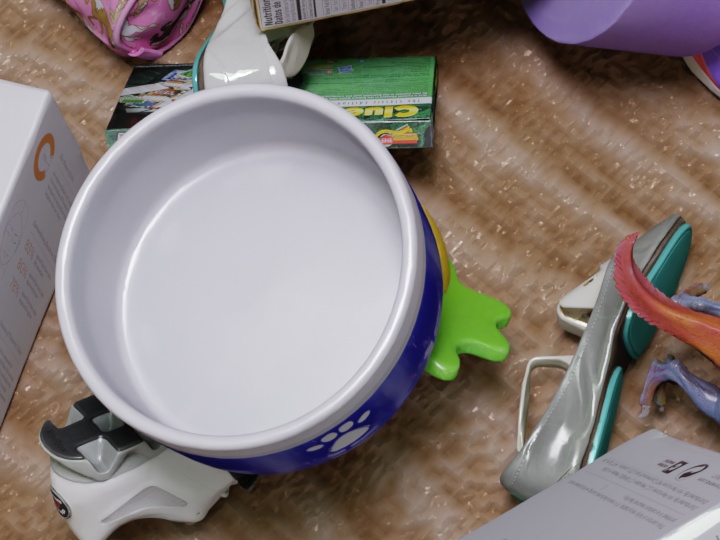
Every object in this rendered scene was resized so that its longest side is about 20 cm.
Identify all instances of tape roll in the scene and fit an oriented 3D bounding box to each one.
[{"bbox_3d":[0.171,-0.233,1.119,0.085,0.200,0.201,4,64,-24],"label":"tape roll"}]

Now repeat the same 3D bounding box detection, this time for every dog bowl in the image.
[{"bbox_3d":[-0.058,0.006,0.994,0.199,0.079,0.201,-4,72,14],"label":"dog bowl"}]

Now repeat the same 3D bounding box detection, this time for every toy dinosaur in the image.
[{"bbox_3d":[0.238,0.082,1.019,0.181,0.200,0.105,26,88,41],"label":"toy dinosaur"}]

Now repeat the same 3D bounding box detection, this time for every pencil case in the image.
[{"bbox_3d":[-0.190,-0.223,1.220,0.200,0.087,0.083,40,56,20],"label":"pencil case"}]

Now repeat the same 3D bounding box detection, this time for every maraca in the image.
[{"bbox_3d":[0.000,0.000,1.084,0.137,0.107,0.200,-20,47,-41],"label":"maraca"}]

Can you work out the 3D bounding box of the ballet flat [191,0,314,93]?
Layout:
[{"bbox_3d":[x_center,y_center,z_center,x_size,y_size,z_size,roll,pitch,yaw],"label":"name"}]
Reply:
[{"bbox_3d":[-0.059,-0.154,1.155,0.069,0.070,0.200,0,36,5],"label":"ballet flat"}]

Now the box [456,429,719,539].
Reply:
[{"bbox_3d":[0.127,0.191,0.935,0.199,0.199,0.131,-29,96,-8],"label":"box"}]

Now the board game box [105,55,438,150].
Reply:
[{"bbox_3d":[-0.052,-0.104,1.157,0.199,0.024,0.105,-1,27,6],"label":"board game box"}]

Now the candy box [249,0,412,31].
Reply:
[{"bbox_3d":[0.022,-0.221,1.107,0.199,0.057,0.117,-11,56,-5],"label":"candy box"}]

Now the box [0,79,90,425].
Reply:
[{"bbox_3d":[-0.248,-0.004,1.107,0.097,0.125,0.201,14,68,11],"label":"box"}]

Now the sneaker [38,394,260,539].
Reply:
[{"bbox_3d":[-0.090,0.100,1.086,0.199,0.089,0.074,-19,34,-22],"label":"sneaker"}]

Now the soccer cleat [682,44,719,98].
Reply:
[{"bbox_3d":[0.273,-0.105,1.132,0.068,0.073,0.200,-38,69,-11],"label":"soccer cleat"}]

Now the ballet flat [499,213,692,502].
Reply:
[{"bbox_3d":[0.135,0.046,1.086,0.063,0.067,0.201,16,69,21],"label":"ballet flat"}]
